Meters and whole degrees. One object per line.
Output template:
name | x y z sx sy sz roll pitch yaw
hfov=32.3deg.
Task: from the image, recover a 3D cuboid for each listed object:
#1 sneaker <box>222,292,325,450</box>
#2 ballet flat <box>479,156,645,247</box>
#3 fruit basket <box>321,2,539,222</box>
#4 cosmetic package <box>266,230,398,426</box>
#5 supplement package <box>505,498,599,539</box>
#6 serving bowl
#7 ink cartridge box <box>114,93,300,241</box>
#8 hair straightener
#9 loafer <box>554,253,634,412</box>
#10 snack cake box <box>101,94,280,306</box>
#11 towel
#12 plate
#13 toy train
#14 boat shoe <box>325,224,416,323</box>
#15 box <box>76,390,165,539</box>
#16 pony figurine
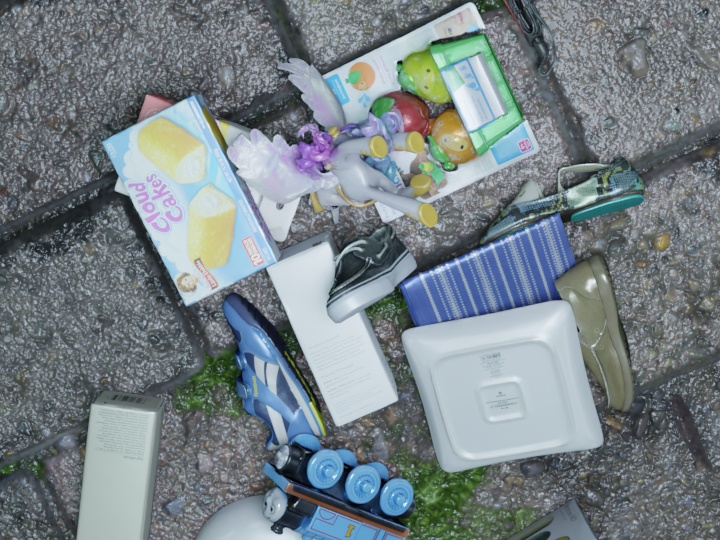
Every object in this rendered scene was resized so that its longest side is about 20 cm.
sneaker | -0.116 0.122 1.448 0.082 0.074 0.201 -28 96 5
ballet flat | 0.225 -0.080 1.434 0.199 0.074 0.075 -18 98 0
fruit basket | 0.075 -0.175 1.399 0.199 0.094 0.186 -24 98 6
cosmetic package | -0.031 0.063 1.421 0.081 0.113 0.201 -25 96 2
supplement package | 0.213 0.399 1.449 0.199 0.152 0.151 -32 96 4
serving bowl | -0.113 0.375 1.487 0.199 0.066 0.201 0 99 0
ink cartridge box | -0.163 -0.113 1.416 0.199 0.068 0.117 20 98 -3
hair straightener | 0.165 -0.308 1.388 0.041 0.077 0.201 -27 97 1
loafer | 0.272 0.075 1.439 0.067 0.076 0.201 -11 111 13
snack cake box | -0.182 -0.077 1.354 0.115 0.067 0.201 -26 98 4
towel | 0.154 0.027 1.434 0.199 0.024 0.145 -24 125 1
plate | 0.164 0.143 1.431 0.199 0.032 0.201 -11 113 14
toy train | -0.026 0.268 1.435 0.200 0.087 0.115 27 87 -31
boat shoe | 0.000 0.000 1.340 0.072 0.200 0.071 -30 94 21
box | -0.283 0.249 1.466 0.082 0.068 0.201 9 98 -1
pony figurine | -0.025 -0.121 1.345 0.193 0.199 0.167 51 59 -31
